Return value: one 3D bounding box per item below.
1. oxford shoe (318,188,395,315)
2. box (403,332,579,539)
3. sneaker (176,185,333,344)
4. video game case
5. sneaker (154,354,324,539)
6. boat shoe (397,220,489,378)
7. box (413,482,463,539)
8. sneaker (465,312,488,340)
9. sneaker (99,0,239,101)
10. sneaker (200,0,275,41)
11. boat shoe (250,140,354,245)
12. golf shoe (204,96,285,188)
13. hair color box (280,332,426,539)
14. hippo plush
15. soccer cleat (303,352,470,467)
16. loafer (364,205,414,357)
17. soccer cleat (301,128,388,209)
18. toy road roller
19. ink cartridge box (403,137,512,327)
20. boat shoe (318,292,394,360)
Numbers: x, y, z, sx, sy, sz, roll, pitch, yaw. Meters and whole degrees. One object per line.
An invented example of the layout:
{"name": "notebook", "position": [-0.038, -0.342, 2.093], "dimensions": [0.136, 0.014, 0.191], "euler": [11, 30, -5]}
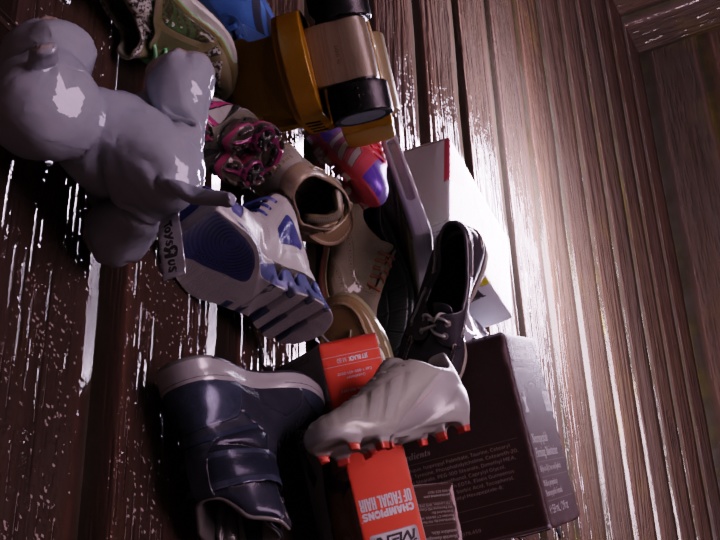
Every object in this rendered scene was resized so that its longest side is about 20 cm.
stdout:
{"name": "oxford shoe", "position": [0.000, 0.000, 1.505], "dimensions": [0.071, 0.073, 0.202], "euler": [31, 46, -60]}
{"name": "box", "position": [0.115, 0.184, 1.517], "dimensions": [0.166, 0.163, 0.202], "euler": [14, 62, -71]}
{"name": "sneaker", "position": [-0.104, -0.024, 1.275], "dimensions": [0.199, 0.080, 0.116], "euler": [42, 24, -47]}
{"name": "video game case", "position": [0.051, -0.042, 1.581], "dimensions": [0.201, 0.022, 0.183], "euler": [82, -7, -51]}
{"name": "sneaker", "position": [-0.080, 0.153, 1.165], "dimensions": [0.202, 0.076, 0.148], "euler": [16, 51, -58]}
{"name": "boat shoe", "position": [0.073, 0.045, 1.435], "dimensions": [0.063, 0.072, 0.202], "euler": [47, 58, -61]}
{"name": "box", "position": [0.057, 0.308, 1.357], "dimensions": [0.100, 0.074, 0.202], "euler": [132, -47, -63]}
{"name": "sneaker", "position": [0.118, 0.062, 1.754], "dimensions": [0.199, 0.074, 0.116], "euler": [10, 68, -64]}
{"name": "sneaker", "position": [-0.179, -0.204, 1.248], "dimensions": [0.200, 0.076, 0.089], "euler": [53, 54, -41]}
{"name": "sneaker", "position": [-0.111, -0.211, 1.401], "dimensions": [0.200, 0.065, 0.079], "euler": [48, 35, -48]}
{"name": "boat shoe", "position": [-0.044, -0.062, 1.402], "dimensions": [0.065, 0.072, 0.200], "euler": [36, -5, 26]}
{"name": "golf shoe", "position": [-0.157, -0.116, 1.226], "dimensions": [0.092, 0.073, 0.199], "euler": [34, 16, 32]}
{"name": "hair color box", "position": [-0.008, 0.168, 1.298], "dimensions": [0.063, 0.111, 0.202], "euler": [-11, 81, -24]}
{"name": "hippo plush", "position": [-0.200, -0.088, 1.031], "dimensions": [0.160, 0.160, 0.201], "euler": [23, 35, -27]}
{"name": "soccer cleat", "position": [0.018, 0.114, 1.216], "dimensions": [0.199, 0.069, 0.078], "euler": [-4, 72, -50]}
{"name": "loafer", "position": [0.023, 0.001, 1.578], "dimensions": [0.063, 0.071, 0.202], "euler": [33, 42, -68]}
{"name": "soccer cleat", "position": [-0.003, -0.125, 1.494], "dimensions": [0.067, 0.076, 0.200], "euler": [56, -2, -27]}
{"name": "toy road roller", "position": [-0.046, -0.181, 1.364], "dimensions": [0.200, 0.144, 0.124], "euler": [27, 50, -83]}
{"name": "ink cartridge box", "position": [0.114, -0.041, 1.814], "dimensions": [0.200, 0.085, 0.149], "euler": [52, 29, -41]}
{"name": "boat shoe", "position": [-0.003, 0.120, 1.408], "dimensions": [0.063, 0.073, 0.202], "euler": [0, 75, -71]}
